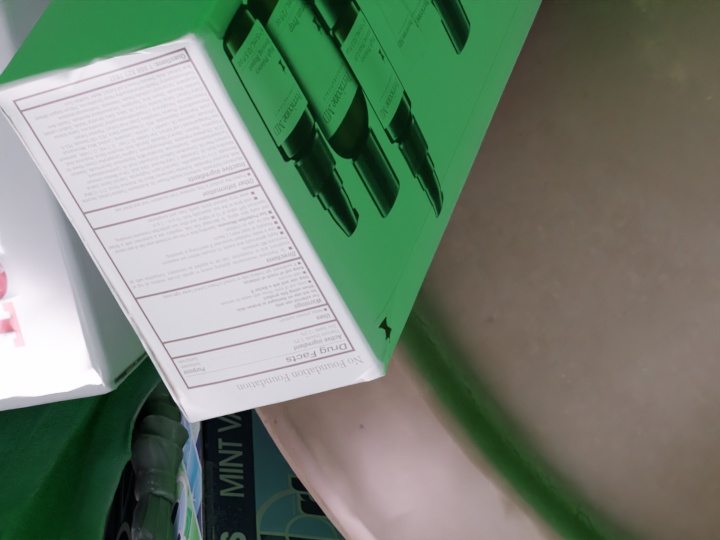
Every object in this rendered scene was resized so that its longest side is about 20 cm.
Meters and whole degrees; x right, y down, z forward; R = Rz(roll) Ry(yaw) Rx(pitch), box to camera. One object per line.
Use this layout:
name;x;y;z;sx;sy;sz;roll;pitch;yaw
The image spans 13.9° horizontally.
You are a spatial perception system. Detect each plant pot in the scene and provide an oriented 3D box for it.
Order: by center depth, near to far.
plant pot;0.086;-0.014;0.721;0.175;0.200;0.200;-37;127;23

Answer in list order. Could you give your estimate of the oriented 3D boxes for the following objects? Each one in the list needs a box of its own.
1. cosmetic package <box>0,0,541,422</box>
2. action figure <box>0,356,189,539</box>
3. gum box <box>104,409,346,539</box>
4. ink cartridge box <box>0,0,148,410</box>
cosmetic package;-0.004;-0.064;0.624;0.051;0.200;0.083;-12;121;26
action figure;-0.080;0.049;0.677;0.118;0.200;0.055;-7;125;31
gum box;-0.044;0.118;0.787;0.044;0.170;0.200;7;139;-12
ink cartridge box;-0.144;-0.039;0.657;0.200;0.085;0.145;-10;105;20
